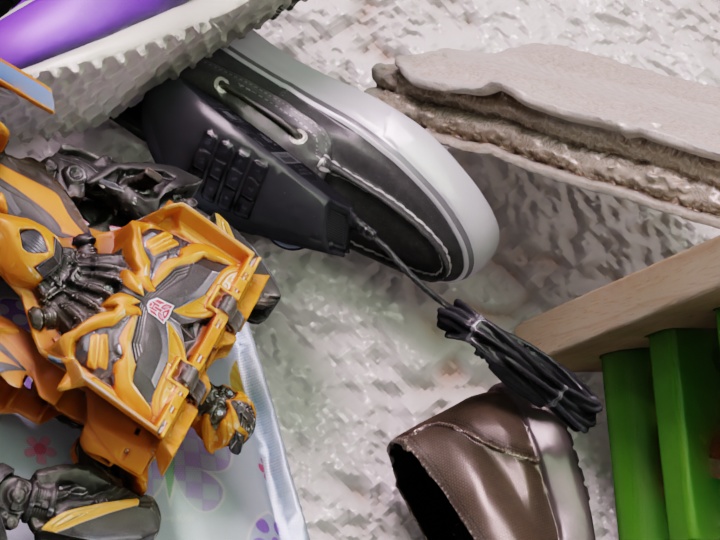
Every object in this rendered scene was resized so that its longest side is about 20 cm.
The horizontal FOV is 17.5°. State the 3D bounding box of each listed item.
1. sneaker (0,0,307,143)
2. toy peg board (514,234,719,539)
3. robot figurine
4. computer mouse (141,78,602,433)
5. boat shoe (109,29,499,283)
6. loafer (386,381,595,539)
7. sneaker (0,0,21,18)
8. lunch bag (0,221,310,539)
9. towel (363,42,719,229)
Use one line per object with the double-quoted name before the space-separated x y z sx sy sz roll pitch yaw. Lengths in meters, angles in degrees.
"sneaker" -0.081 -0.123 0.847 0.200 0.070 0.100 -34 87 -34
"toy peg board" 0.192 0.049 0.866 0.199 0.200 0.098 2 77 -24
"robot figurine" -0.116 -0.004 0.683 0.200 0.058 0.145 29 53 -4
"computer mouse" 0.000 0.000 0.835 0.200 0.059 0.034 37 95 5
"boat shoe" -0.042 -0.049 0.896 0.200 0.070 0.066 38 60 3
"loafer" 0.055 0.135 0.824 0.071 0.073 0.200 -7 57 -16
"sneaker" -0.180 -0.101 0.843 0.104 0.060 0.200 16 39 20
"lunch bag" -0.124 0.044 0.765 0.169 0.127 0.200 3 47 -22
"towel" 0.112 -0.054 0.902 0.200 0.035 0.132 19 18 32
